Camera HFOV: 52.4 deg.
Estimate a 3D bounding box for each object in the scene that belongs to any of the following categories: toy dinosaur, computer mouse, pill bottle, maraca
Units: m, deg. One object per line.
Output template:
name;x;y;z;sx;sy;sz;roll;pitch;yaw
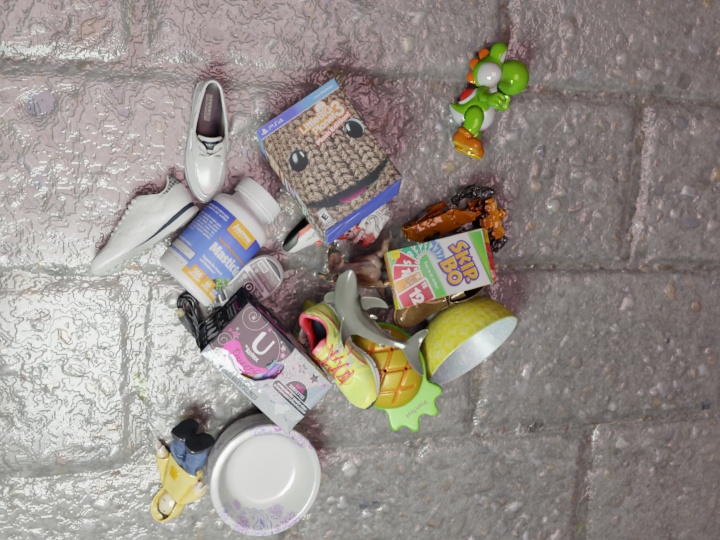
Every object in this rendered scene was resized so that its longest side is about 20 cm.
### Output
toy dinosaur;0.000;0.000;1.282;0.132;0.200;0.088;-9;72;5
computer mouse;-0.218;0.046;1.262;0.198;0.044;0.111;-34;104;-3
pill bottle;-0.224;-0.052;1.196;0.112;0.112;0.201;45;78;-20
maraca;0.056;0.185;1.276;0.136;0.107;0.201;-38;90;6

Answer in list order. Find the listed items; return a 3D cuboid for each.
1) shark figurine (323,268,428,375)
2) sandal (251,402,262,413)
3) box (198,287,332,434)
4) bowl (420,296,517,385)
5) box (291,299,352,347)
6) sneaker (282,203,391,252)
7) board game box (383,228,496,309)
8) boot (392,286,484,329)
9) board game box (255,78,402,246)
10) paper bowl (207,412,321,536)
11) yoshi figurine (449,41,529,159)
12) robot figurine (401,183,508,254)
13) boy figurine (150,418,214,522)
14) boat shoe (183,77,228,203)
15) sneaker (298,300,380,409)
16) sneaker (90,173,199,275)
shark figurine;0.007;0.098;1.192;0.214;0.127;0.091;44;49;-24
sandal;-0.173;0.179;1.297;0.074;0.048;0.205;-18;106;-13
box;-0.157;0.144;1.202;0.115;0.132;0.200;-45;107;-3
bowl;0.181;0.109;1.353;0.197;0.201;0.109;-31;65;-10
box;-0.022;0.126;1.334;0.196;0.050;0.077;22;93;-21
sneaker;-0.035;-0.071;1.282;0.201;0.067;0.109;-42;107;-9
board game box;0.141;-0.006;1.239;0.195;0.030;0.098;-14;93;-20
boot;0.143;0.039;1.289;0.198;0.075;0.075;-36;122;-13
board game box;-0.051;-0.175;1.200;0.158;0.097;0.202;-35;82;-8
paper bowl;-0.174;0.353;1.301;0.195;0.104;0.206;-3;102;-16
yoshi figurine;0.241;-0.302;1.312;0.110;0.112;0.204;19;92;-36
robot figurine;0.180;-0.074;1.356;0.196;0.058;0.148;-22;107;-12
boy figurine;-0.315;0.349;1.258;0.124;0.064;0.203;38;119;20
boat shoe;-0.250;-0.209;1.187;0.072;0.065;0.206;-4;102;-17
sneaker;-0.043;0.144;1.212;0.078;0.202;0.089;-44;157;27
sneaker;-0.360;-0.069;1.184;0.199;0.076;0.081;-38;98;-12
